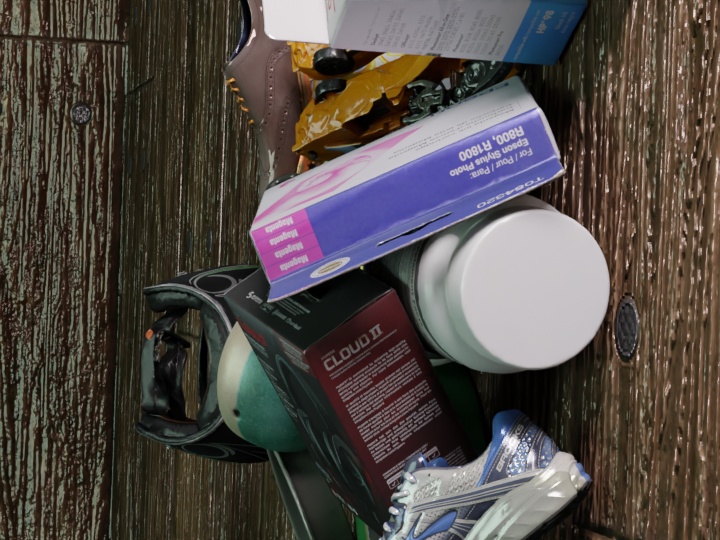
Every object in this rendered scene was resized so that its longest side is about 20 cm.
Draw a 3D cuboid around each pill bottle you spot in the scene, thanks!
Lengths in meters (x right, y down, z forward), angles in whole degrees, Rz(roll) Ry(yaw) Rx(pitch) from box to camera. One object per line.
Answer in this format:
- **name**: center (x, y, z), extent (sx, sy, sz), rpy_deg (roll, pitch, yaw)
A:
- **pill bottle**: center (0.079, 0.005, 1.209), extent (0.200, 0.113, 0.115), rpy_deg (-166, 78, -74)

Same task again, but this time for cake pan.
- **cake pan**: center (-0.031, 0.226, 1.609), extent (0.200, 0.036, 0.202), rpy_deg (159, 90, -83)

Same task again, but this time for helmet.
- **helmet**: center (-0.106, 0.086, 1.748), extent (0.199, 0.190, 0.202), rpy_deg (-2, 87, 39)

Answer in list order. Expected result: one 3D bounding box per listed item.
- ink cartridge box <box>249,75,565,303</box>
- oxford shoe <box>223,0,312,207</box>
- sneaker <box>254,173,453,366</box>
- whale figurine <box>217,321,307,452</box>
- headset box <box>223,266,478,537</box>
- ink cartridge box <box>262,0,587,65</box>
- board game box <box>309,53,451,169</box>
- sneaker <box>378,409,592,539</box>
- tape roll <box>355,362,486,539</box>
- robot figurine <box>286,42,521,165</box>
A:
- **ink cartridge box**: center (0.026, -0.056, 1.198), extent (0.200, 0.195, 0.044), rpy_deg (-89, -25, -78)
- **oxford shoe**: center (-0.074, -0.135, 1.477), extent (0.071, 0.072, 0.202), rpy_deg (179, 94, -74)
- **sneaker**: center (0.000, 0.000, 1.384), extent (0.075, 0.199, 0.085), rpy_deg (-53, -20, -24)
- **whale figurine**: center (-0.029, 0.067, 1.560), extent (0.103, 0.200, 0.160), rpy_deg (25, 135, 28)
- **headset box**: center (-0.003, 0.078, 1.260), extent (0.201, 0.077, 0.149), rpy_deg (62, 165, -25)
- **ink cartridge box**: center (0.037, -0.204, 1.228), extent (0.067, 0.198, 0.117), rpy_deg (117, 151, -55)
- **board game box**: center (0.008, -0.143, 1.513), extent (0.105, 0.102, 0.202), rpy_deg (116, 152, -56)
- **sneaker**: center (0.047, 0.162, 1.187), extent (0.085, 0.200, 0.077), rpy_deg (54, -170, 15)
- **tape roll**: center (0.043, 0.165, 1.444), extent (0.200, 0.048, 0.203), rpy_deg (-178, 90, -75)
- **robot figurine**: center (0.035, -0.155, 1.357), extent (0.199, 0.058, 0.146), rpy_deg (-20, 61, 33)
